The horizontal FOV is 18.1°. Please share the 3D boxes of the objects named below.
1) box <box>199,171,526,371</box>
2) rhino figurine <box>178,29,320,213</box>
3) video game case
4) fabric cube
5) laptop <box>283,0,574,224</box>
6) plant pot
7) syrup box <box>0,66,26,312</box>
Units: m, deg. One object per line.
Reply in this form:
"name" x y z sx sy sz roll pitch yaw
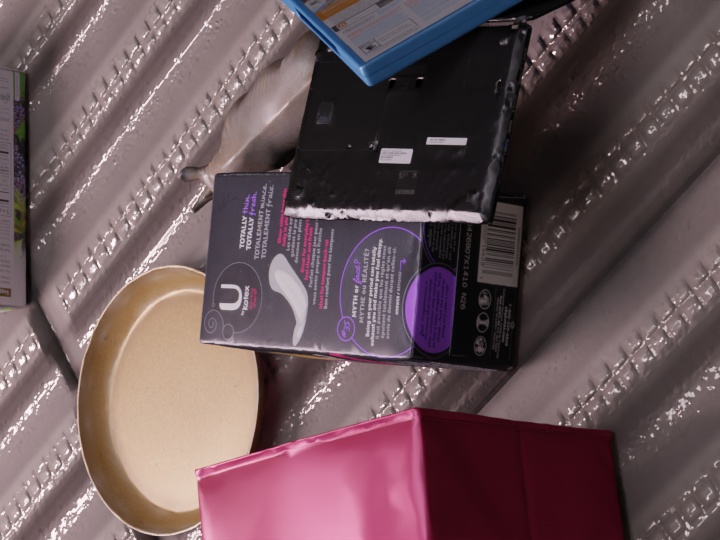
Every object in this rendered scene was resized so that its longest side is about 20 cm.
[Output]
"box" 0.000 0.000 1.514 0.199 0.106 0.123 3 86 43
"rhino figurine" -0.063 -0.103 1.590 0.060 0.087 0.200 44 122 -5
"video game case" 0.033 -0.189 1.461 0.143 0.018 0.200 -30 29 -5
"fabric cube" 0.038 0.208 1.392 0.196 0.199 0.200 -20 69 40
"laptop" 0.063 -0.115 1.450 0.177 0.103 0.201 2 77 43
"plant pot" -0.137 0.097 1.685 0.199 0.027 0.201 -7 80 43
"syrup box" -0.327 -0.064 1.844 0.079 0.081 0.201 -11 78 43
